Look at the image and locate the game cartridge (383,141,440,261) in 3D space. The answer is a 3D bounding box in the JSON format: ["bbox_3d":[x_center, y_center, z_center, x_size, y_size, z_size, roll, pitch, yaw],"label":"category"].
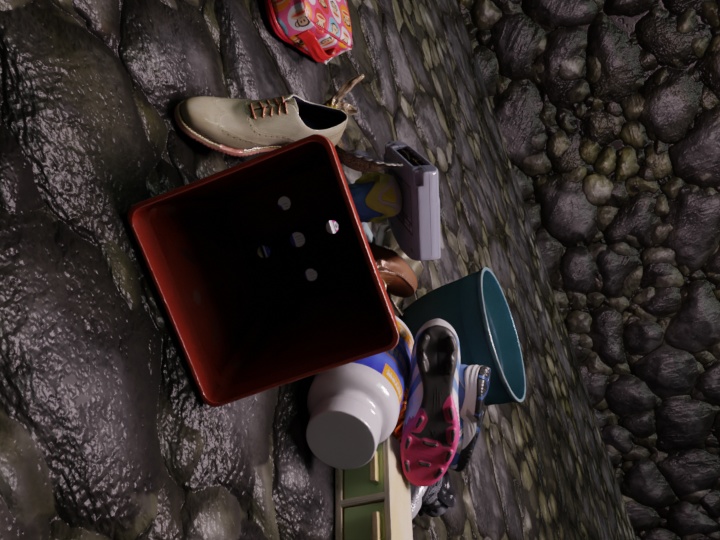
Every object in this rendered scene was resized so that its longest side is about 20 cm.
[{"bbox_3d":[0.069,-0.091,1.097,0.200,0.040,0.135,-118,-153,-67],"label":"game cartridge"}]

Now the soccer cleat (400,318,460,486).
[{"bbox_3d":[0.090,0.158,0.986,0.086,0.069,0.203,-55,152,-83],"label":"soccer cleat"}]

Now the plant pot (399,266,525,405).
[{"bbox_3d":[0.129,0.117,1.213,0.200,0.185,0.203,-16,90,-70],"label":"plant pot"}]

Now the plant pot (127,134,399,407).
[{"bbox_3d":[-0.079,-0.015,0.803,0.176,0.197,0.203,-67,138,-75],"label":"plant pot"}]

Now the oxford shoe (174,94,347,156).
[{"bbox_3d":[-0.106,-0.172,0.892,0.198,0.074,0.072,0,61,-35],"label":"oxford shoe"}]

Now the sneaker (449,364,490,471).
[{"bbox_3d":[0.132,0.199,1.120,0.076,0.076,0.202,-60,157,-49],"label":"sneaker"}]

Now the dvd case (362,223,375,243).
[{"bbox_3d":[-0.016,-0.043,1.196,0.201,0.022,0.147,60,24,-30],"label":"dvd case"}]

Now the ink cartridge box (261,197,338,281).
[{"bbox_3d":[-0.064,-0.021,0.953,0.203,0.093,0.037,70,21,-9],"label":"ink cartridge box"}]

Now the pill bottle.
[{"bbox_3d":[-0.001,0.141,0.972,0.113,0.111,0.201,65,22,-21],"label":"pill bottle"}]

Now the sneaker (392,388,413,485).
[{"bbox_3d":[0.048,0.202,1.081,0.113,0.077,0.200,60,-2,-16],"label":"sneaker"}]

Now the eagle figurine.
[{"bbox_3d":[-0.042,-0.148,1.051,0.149,0.153,0.202,5,44,-27],"label":"eagle figurine"}]

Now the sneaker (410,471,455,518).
[{"bbox_3d":[0.086,0.307,1.117,0.115,0.075,0.200,64,20,-16],"label":"sneaker"}]

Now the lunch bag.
[{"bbox_3d":[-0.077,-0.400,1.220,0.200,0.081,0.179,5,71,-69],"label":"lunch bag"}]

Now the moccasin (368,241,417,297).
[{"bbox_3d":[0.001,0.000,1.090,0.200,0.073,0.079,29,52,-43],"label":"moccasin"}]

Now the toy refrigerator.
[{"bbox_3d":[0.014,0.300,0.945,0.070,0.075,0.202,49,33,-47],"label":"toy refrigerator"}]

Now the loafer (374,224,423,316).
[{"bbox_3d":[0.056,-0.006,1.226,0.202,0.069,0.076,-83,150,-46],"label":"loafer"}]

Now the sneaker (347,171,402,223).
[{"bbox_3d":[-0.009,-0.098,1.137,0.200,0.103,0.077,171,-94,-81],"label":"sneaker"}]
